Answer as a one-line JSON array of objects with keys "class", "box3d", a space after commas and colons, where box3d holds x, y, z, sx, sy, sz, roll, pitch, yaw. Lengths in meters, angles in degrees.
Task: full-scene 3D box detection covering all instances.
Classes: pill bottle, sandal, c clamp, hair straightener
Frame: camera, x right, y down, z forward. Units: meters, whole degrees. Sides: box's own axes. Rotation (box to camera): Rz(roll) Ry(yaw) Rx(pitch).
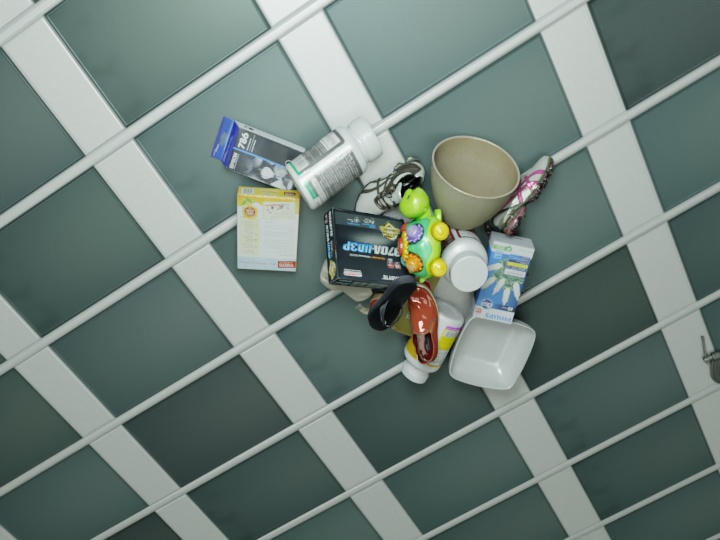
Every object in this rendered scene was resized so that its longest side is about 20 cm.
[{"class": "pill bottle", "box3d": [0.226, -0.038, 1.587, 0.109, 0.201, 0.116, -2, 118, -4]}, {"class": "sandal", "box3d": [0.068, 0.085, 1.572, 0.074, 0.044, 0.202, -2, 146, -22]}, {"class": "pill bottle", "box3d": [-0.055, -0.233, 1.498, 0.198, 0.113, 0.114, -35, 116, -3]}, {"class": "pill bottle", "box3d": [0.174, 0.180, 1.744, 0.102, 0.105, 0.204, 19, 113, -14]}, {"class": "c clamp", "box3d": [1.027, 0.233, 1.896, 0.194, 0.027, 0.175, -14, 116, 2]}, {"class": "hair straightener", "box3d": [0.361, -0.065, 1.684, 0.076, 0.041, 0.202, -30, 111, 10]}]

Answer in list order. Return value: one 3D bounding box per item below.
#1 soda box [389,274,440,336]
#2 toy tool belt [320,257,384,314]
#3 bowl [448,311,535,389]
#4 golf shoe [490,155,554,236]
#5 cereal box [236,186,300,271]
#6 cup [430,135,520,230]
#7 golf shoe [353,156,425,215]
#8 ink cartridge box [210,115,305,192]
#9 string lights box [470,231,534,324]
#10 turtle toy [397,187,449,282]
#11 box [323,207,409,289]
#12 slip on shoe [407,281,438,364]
[{"class": "soda box", "box3d": [0.133, 0.055, 1.698, 0.062, 0.068, 0.204, 17, 114, -14]}, {"class": "toy tool belt", "box3d": [0.000, 0.000, 1.631, 0.198, 0.125, 0.124, 36, 135, -25]}, {"class": "bowl", "box3d": [0.327, 0.195, 1.783, 0.194, 0.075, 0.204, 13, 114, -13]}, {"class": "golf shoe", "box3d": [0.367, -0.186, 1.599, 0.091, 0.072, 0.202, 36, 92, 18]}, {"class": "cereal box", "box3d": [-0.212, -0.091, 1.591, 0.139, 0.040, 0.204, 3, 127, -6]}, {"class": "cup", "box3d": [0.239, -0.177, 1.543, 0.194, 0.204, 0.145, 4, 138, -7]}, {"class": "golf shoe", "box3d": [0.063, -0.172, 1.566, 0.199, 0.095, 0.078, -41, 114, 16]}, {"class": "ink cartridge box", "box3d": [-0.226, -0.254, 1.529, 0.195, 0.039, 0.101, 19, 114, -13]}, {"class": "string lights box", "box3d": [0.337, 0.018, 1.665, 0.100, 0.059, 0.205, 10, 116, -2]}, {"class": "turtle toy", "box3d": [0.130, -0.076, 1.511, 0.098, 0.146, 0.207, 0, 97, -6]}, {"class": "box", "box3d": [0.015, -0.045, 1.545, 0.195, 0.164, 0.046, 7, 160, -33]}, {"class": "slip on shoe", "box3d": [0.148, 0.127, 1.646, 0.072, 0.061, 0.206, -3, 105, 19]}]
